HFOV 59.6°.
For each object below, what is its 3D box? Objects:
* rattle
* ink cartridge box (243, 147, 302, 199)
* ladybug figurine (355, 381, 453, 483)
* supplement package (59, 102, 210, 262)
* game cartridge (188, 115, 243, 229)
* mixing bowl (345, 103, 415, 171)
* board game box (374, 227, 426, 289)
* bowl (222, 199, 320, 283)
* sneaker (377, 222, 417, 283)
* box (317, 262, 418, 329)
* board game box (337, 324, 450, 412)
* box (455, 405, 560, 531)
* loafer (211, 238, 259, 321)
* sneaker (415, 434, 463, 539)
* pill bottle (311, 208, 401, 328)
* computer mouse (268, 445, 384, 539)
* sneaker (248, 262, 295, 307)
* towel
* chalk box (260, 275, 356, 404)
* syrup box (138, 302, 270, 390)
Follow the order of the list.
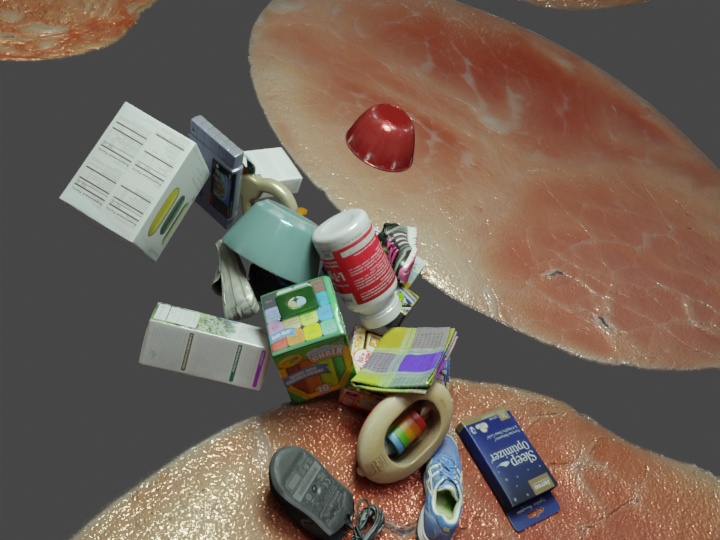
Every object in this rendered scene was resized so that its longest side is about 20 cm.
[{"bbox_3d":[-0.187,-0.177,1.297,0.201,0.129,0.143,54,51,-12],"label":"rattle"},{"bbox_3d":[-0.240,-0.213,1.404,0.197,0.051,0.110,-15,56,-36],"label":"ink cartridge box"},{"bbox_3d":[0.065,0.260,1.035,0.199,0.072,0.137,-35,110,-20],"label":"ladybug figurine"},{"bbox_3d":[-0.393,-0.152,1.124,0.149,0.152,0.202,29,78,3],"label":"supplement package"},{"bbox_3d":[-0.288,-0.186,1.238,0.129,0.202,0.038,43,52,18],"label":"game cartridge"},{"bbox_3d":[0.070,-0.369,1.673,0.196,0.109,0.203,14,44,-14],"label":"mixing bowl"},{"bbox_3d":[0.032,-0.027,1.368,0.198,0.035,0.135,34,42,7],"label":"board game box"},{"bbox_3d":[-0.149,-0.061,1.185,0.198,0.106,0.201,28,6,-3],"label":"bowl"},{"bbox_3d":[0.070,-0.042,1.316,0.086,0.075,0.201,17,31,-4],"label":"sneaker"},{"bbox_3d":[0.014,0.035,1.275,0.198,0.065,0.070,36,42,9],"label":"box"},{"bbox_3d":[0.066,0.197,1.153,0.196,0.047,0.153,20,42,-8],"label":"board game box"},{"bbox_3d":[0.268,0.345,1.120,0.119,0.033,0.202,-8,54,-33],"label":"box"},{"bbox_3d":[-0.244,0.014,1.160,0.069,0.071,0.201,-23,43,-7],"label":"loafer"},{"bbox_3d":[0.140,0.349,1.017,0.074,0.078,0.202,18,41,-6],"label":"sneaker"},{"bbox_3d":[0.000,0.000,1.150,0.202,0.111,0.113,63,36,-22],"label":"pill bottle"},{"bbox_3d":[-0.067,0.351,0.934,0.200,0.053,0.138,46,41,2],"label":"computer mouse"},{"bbox_3d":[-0.129,0.048,1.195,0.199,0.076,0.078,38,30,4],"label":"sneaker"},{"bbox_3d":[0.078,0.148,1.079,0.141,0.023,0.200,-1,22,25],"label":"towel"},{"bbox_3d":[-0.086,0.103,1.029,0.122,0.202,0.125,-17,51,-3],"label":"chalk box"},{"bbox_3d":[-0.246,0.124,1.023,0.196,0.083,0.079,16,15,-13],"label":"syrup box"}]
